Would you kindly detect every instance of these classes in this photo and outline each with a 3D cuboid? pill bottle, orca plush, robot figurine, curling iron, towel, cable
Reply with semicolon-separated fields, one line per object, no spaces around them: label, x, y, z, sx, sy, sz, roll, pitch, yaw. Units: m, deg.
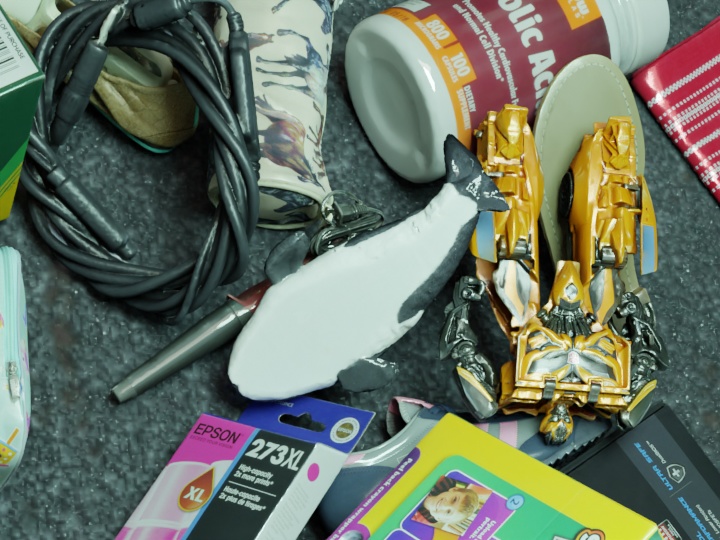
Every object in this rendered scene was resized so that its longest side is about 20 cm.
pill bottle;0.099;-0.146;1.287;0.199;0.114;0.115;-26;75;-23
orca plush;0.000;0.000;1.184;0.105;0.071;0.201;35;101;-4
robot figurine;0.119;0.004;1.182;0.143;0.058;0.202;4;71;-10
curling iron;-0.071;0.016;1.193;0.199;0.050;0.026;-36;54;-6
towel;0.296;-0.092;1.370;0.144;0.023;0.201;-31;78;-24
cable;-0.136;-0.066;1.178;0.161;0.051;0.203;-5;93;15

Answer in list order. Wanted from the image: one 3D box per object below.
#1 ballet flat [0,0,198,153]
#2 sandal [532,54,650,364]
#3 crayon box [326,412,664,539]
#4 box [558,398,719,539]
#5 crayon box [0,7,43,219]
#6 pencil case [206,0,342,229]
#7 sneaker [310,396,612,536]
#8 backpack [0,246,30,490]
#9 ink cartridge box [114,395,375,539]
ballet flat;-0.183;-0.152;1.232;0.199;0.073;0.068;33;38;2
sandal;0.145;-0.032;1.275;0.077;0.070;0.214;-10;95;-11
crayon box;0.047;0.190;1.045;0.200;0.059;0.172;-45;40;-17
box;0.167;0.212;1.185;0.197;0.050;0.201;-30;76;-26
crayon box;-0.267;-0.140;1.142;0.058;0.173;0.201;-27;76;-26
pencil case;-0.053;-0.121;1.255;0.088;0.078;0.202;3;65;-3
sneaker;0.060;0.104;1.189;0.198;0.070;0.083;-20;77;-24
backpack;-0.260;0.043;1.069;0.152;0.176;0.202;-7;73;-20
ink cartridge box;-0.080;0.142;1.126;0.094;0.037;0.201;10;52;38
